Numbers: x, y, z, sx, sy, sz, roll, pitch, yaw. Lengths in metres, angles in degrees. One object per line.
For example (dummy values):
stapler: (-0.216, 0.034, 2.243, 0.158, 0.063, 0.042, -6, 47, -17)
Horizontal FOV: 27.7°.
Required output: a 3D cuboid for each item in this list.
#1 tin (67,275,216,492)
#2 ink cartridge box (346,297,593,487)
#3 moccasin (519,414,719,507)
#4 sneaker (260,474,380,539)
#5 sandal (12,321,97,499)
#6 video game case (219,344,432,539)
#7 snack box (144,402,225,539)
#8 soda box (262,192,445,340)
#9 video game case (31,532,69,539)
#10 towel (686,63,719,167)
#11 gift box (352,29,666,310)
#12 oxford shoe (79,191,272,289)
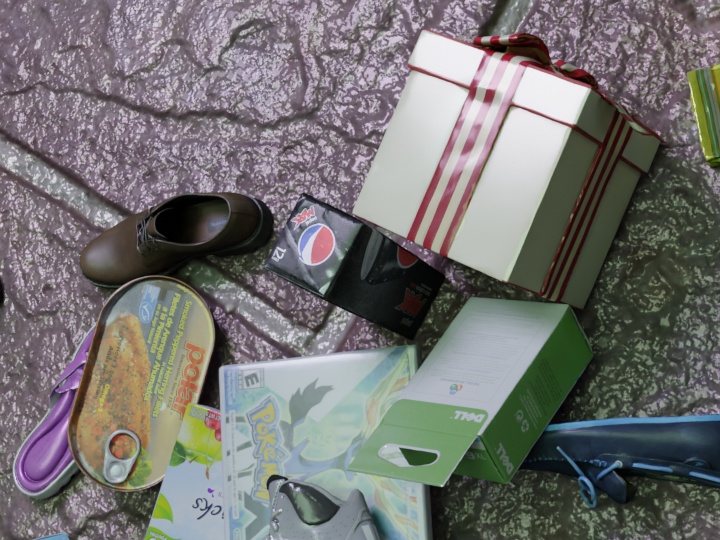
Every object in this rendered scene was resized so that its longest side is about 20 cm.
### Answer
tin: (-0.199, 0.105, 1.351, 0.112, 0.042, 0.201, 15, 83, 5)
ink cartridge box: (0.089, 0.110, 1.163, 0.104, 0.059, 0.200, 4, 44, 43)
moccasin: (0.206, 0.152, 1.157, 0.199, 0.080, 0.069, -6, 79, 23)
sneaker: (-0.078, 0.230, 1.193, 0.199, 0.075, 0.116, -18, 69, 5)
sandal: (-0.269, 0.128, 1.390, 0.082, 0.050, 0.203, 29, 90, 27)
video game case: (-0.031, 0.171, 1.232, 0.182, 0.022, 0.201, -7, 76, 18)
snack box: (-0.079, 0.212, 1.283, 0.199, 0.053, 0.143, 14, 85, 24)
soda box: (0.000, 0.000, 1.217, 0.063, 0.200, 0.071, 28, 90, 25)
video game case: (-0.268, 0.369, 1.294, 0.200, 0.045, 0.182, 51, 122, 28)
towel: (0.370, -0.152, 1.191, 0.199, 0.018, 0.086, -16, 72, 20)
gift box: (0.139, -0.084, 1.191, 0.199, 0.184, 0.187, 23, 94, 27)
oxford shoe: (-0.190, -0.036, 1.376, 0.199, 0.084, 0.073, -19, 72, 21)
